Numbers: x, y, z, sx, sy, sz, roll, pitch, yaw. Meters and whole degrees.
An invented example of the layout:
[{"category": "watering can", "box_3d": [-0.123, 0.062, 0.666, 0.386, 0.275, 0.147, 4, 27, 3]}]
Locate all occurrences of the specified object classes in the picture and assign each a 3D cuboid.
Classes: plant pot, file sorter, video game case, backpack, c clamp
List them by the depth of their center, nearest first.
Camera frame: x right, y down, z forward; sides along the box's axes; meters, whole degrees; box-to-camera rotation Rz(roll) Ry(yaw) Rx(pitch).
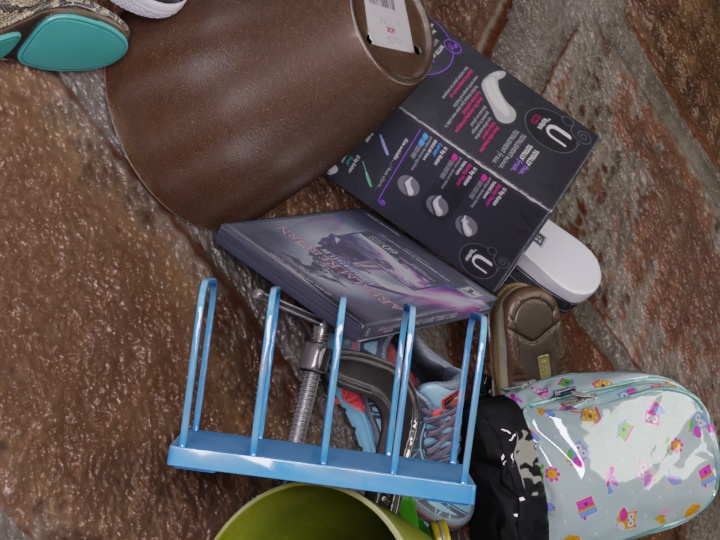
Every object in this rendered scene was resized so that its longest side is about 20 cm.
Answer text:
[{"category": "file sorter", "box_3d": [-0.019, 0.077, 1.391, 0.139, 0.198, 0.124, 164, -67, -89]}, {"category": "plant pot", "box_3d": [0.012, 0.253, 1.440, 0.200, 0.186, 0.189, 22, 57, -55]}, {"category": "plant pot", "box_3d": [-0.052, -0.147, 1.507, 0.186, 0.199, 0.189, 25, 55, -43]}, {"category": "c clamp", "box_3d": [-0.030, 0.129, 1.510, 0.170, 0.027, 0.202, 15, 80, -38]}, {"category": "video game case", "box_3d": [0.000, 0.000, 1.570, 0.142, 0.019, 0.199, 35, 21, 25]}, {"category": "backpack", "box_3d": [0.184, 0.156, 1.658, 0.198, 0.126, 0.169, -12, 101, -21]}]

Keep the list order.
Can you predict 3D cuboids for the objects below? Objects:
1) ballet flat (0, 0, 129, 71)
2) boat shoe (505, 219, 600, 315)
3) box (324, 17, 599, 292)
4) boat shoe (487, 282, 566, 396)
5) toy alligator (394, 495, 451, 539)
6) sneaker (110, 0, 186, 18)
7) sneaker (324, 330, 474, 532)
[{"category": "ballet flat", "box_3d": [-0.238, -0.171, 1.400, 0.199, 0.068, 0.076, -15, 70, -51]}, {"category": "boat shoe", "box_3d": [0.113, -0.036, 1.780, 0.199, 0.068, 0.072, 37, 51, -6]}, {"category": "box", "box_3d": [0.069, -0.100, 1.651, 0.199, 0.106, 0.122, 35, 42, 3]}, {"category": "boat shoe", "box_3d": [0.139, 0.109, 1.743, 0.071, 0.076, 0.202, -5, 99, -22]}, {"category": "toy alligator", "box_3d": [0.048, 0.256, 1.578, 0.054, 0.059, 0.202, 149, -72, -84]}, {"category": "sneaker", "box_3d": [-0.187, -0.261, 1.426, 0.199, 0.115, 0.076, 29, 49, -15]}, {"category": "sneaker", "box_3d": [0.043, 0.112, 1.595, 0.201, 0.095, 0.079, 61, 38, -12]}]
